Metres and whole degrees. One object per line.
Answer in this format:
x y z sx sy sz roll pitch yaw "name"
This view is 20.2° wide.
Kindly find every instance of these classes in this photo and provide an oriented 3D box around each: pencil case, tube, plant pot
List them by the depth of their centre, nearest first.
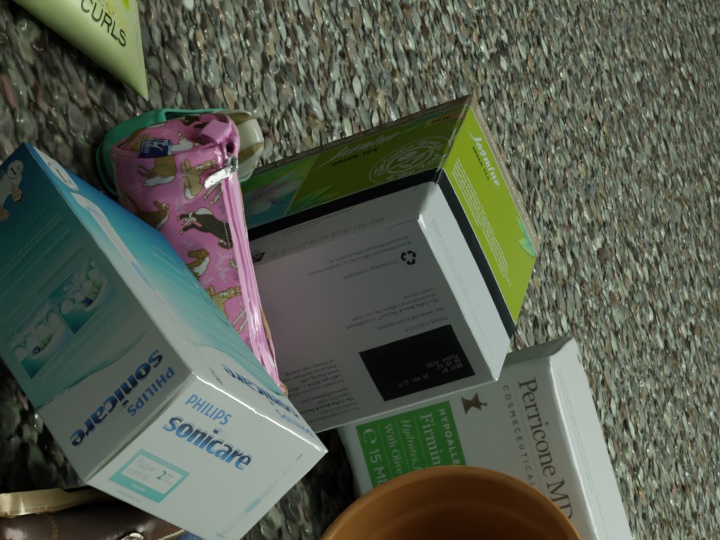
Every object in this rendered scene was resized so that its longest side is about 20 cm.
-0.101 0.005 1.273 0.087 0.082 0.202 -139 -143 -71 "pencil case"
-0.187 -0.180 1.296 0.058 0.052 0.200 -60 152 -4 "tube"
0.068 0.249 1.336 0.140 0.198 0.201 65 20 -55 "plant pot"

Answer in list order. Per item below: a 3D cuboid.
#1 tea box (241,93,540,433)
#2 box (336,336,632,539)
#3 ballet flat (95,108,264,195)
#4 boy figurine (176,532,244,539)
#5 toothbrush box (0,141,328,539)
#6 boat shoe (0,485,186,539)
0.000 0.000 1.405 0.134 0.199 0.197 64 24 -21 "tea box"
0.101 0.171 1.522 0.200 0.170 0.201 -10 84 -79 "box"
-0.106 -0.082 1.384 0.200 0.070 0.068 -17 90 -68 "ballet flat"
-0.108 0.228 1.181 0.201 0.064 0.125 -79 154 -51 "boy figurine"
-0.129 0.042 1.116 0.200 0.085 0.146 48 6 34 "toothbrush box"
-0.159 0.153 1.112 0.200 0.070 0.071 1 78 -59 "boat shoe"
